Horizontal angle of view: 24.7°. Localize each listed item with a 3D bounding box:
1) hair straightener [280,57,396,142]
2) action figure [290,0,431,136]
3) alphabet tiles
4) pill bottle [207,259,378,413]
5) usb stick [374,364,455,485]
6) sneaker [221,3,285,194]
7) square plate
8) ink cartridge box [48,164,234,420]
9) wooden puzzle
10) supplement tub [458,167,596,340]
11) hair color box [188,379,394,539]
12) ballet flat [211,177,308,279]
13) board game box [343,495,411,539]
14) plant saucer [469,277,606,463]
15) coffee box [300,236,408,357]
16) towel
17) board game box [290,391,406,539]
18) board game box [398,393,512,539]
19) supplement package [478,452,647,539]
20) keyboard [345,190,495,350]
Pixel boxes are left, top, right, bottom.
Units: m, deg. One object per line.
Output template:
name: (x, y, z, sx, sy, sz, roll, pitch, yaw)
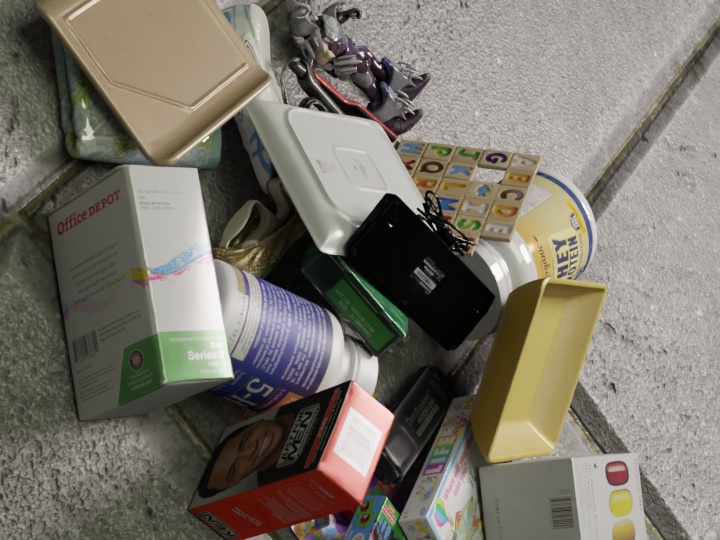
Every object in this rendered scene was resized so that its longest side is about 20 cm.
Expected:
hair straightener: (-0.025, -0.161, 1.769, 0.200, 0.041, 0.078, 44, 44, -46)
action figure: (-0.008, -0.238, 1.825, 0.200, 0.069, 0.131, 37, 36, -34)
alphabet tiles: (0.097, -0.080, 1.793, 0.201, 0.165, 0.008, -63, 156, -50)
pill bottle: (-0.085, 0.079, 1.595, 0.199, 0.119, 0.121, 25, 58, -32)
usb stick: (0.052, 0.158, 1.716, 0.056, 0.033, 0.200, 51, 30, -5)
sneaker: (-0.115, -0.176, 1.721, 0.072, 0.072, 0.202, -26, 104, -72)
square plate: (-0.006, -0.093, 1.669, 0.197, 0.028, 0.201, 6, 46, -47)
ink cartridge box: (-0.202, 0.020, 1.494, 0.087, 0.145, 0.202, -3, 75, -42)
wooden puzzle: (-0.202, -0.218, 1.610, 0.201, 0.037, 0.185, 51, 49, -7)
supplement tub: (0.160, -0.017, 1.841, 0.199, 0.144, 0.145, -33, 96, -44)
hair color box: (-0.065, 0.179, 1.517, 0.061, 0.199, 0.102, 40, 50, -22)
ballet flat: (-0.085, -0.054, 1.667, 0.200, 0.070, 0.066, -48, 126, -35)
board game box: (0.012, 0.347, 1.608, 0.152, 0.036, 0.201, 57, 44, -34)
plant saucer: (0.184, 0.099, 1.761, 0.199, 0.048, 0.202, 6, 104, -63)
coffee box: (0.000, 0.000, 1.691, 0.123, 0.044, 0.200, 49, 16, -13)
towel: (-0.225, -0.200, 1.635, 0.170, 0.048, 0.202, 1, 72, -39)
board game box: (-0.002, 0.199, 1.678, 0.157, 0.039, 0.202, 12, 66, -39)
board game box: (0.110, 0.244, 1.721, 0.135, 0.034, 0.200, 63, 32, -24)
supplement package: (0.221, 0.257, 1.762, 0.199, 0.109, 0.115, 7, 76, -61)
keyboard: (0.064, -0.009, 1.647, 0.104, 0.040, 0.200, -48, 131, -2)
